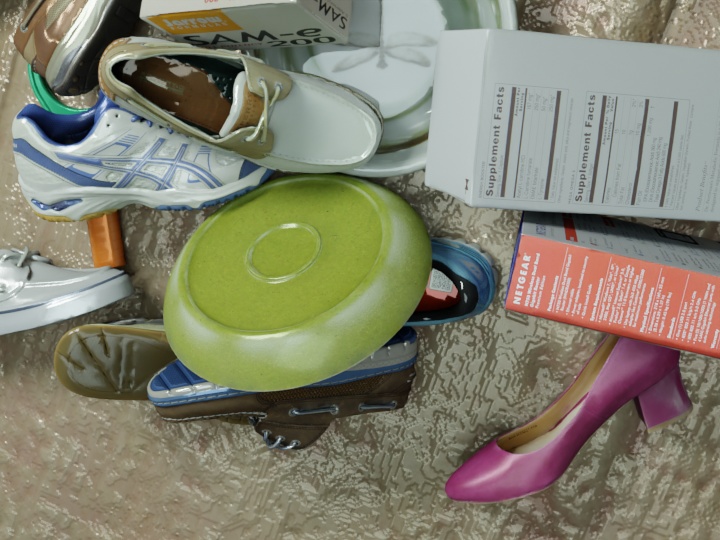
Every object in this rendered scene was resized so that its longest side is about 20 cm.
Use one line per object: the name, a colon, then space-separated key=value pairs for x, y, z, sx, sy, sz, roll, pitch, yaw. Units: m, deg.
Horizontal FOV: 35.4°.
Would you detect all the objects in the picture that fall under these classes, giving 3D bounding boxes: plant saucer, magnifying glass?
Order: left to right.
magnifying glass: x=-0.210 y=-0.101 z=0.881 sx=0.079 sy=0.022 sz=0.201 roll=-6 pitch=97 yaw=9
plant saucer: x=-0.050 y=-0.005 z=0.792 sx=0.199 sy=0.200 sz=0.031 roll=-11 pitch=135 yaw=10
plant saucer: x=0.014 y=-0.169 z=0.819 sx=0.200 sy=0.050 sz=0.201 roll=1 pitch=100 yaw=8

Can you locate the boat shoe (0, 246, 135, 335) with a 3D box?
boat shoe: x=-0.275 y=0.013 z=0.880 sx=0.199 sy=0.074 sz=0.066 roll=-10 pitch=98 yaw=12

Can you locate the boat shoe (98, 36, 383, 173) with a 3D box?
boat shoe: x=-0.080 y=-0.109 z=0.770 sx=0.199 sy=0.068 sz=0.075 roll=12 pitch=99 yaw=-7

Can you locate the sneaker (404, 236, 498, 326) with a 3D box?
sneaker: x=0.000 y=0.000 z=0.829 sx=0.199 sy=0.090 sz=0.079 roll=4 pitch=100 yaw=8

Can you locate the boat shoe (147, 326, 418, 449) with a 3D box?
boat shoe: x=-0.050 y=0.090 z=0.810 sx=0.199 sy=0.072 sz=0.073 roll=-8 pitch=108 yaw=-16

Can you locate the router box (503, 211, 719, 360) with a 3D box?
router box: x=0.190 y=0.004 z=0.747 sx=0.179 sy=0.200 sz=0.049 roll=13 pitch=101 yaw=7

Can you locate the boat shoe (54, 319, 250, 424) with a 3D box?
boat shoe: x=-0.130 y=0.069 z=0.866 sx=0.200 sy=0.065 sz=0.073 roll=13 pitch=102 yaw=-14

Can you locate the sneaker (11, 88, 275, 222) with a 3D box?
sneaker: x=-0.154 y=-0.093 z=0.821 sx=0.199 sy=0.075 sz=0.088 roll=-11 pitch=125 yaw=-4

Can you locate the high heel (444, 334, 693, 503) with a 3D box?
high heel: x=0.143 y=0.098 z=0.830 sx=0.200 sy=0.067 sz=0.096 roll=-23 pitch=107 yaw=7

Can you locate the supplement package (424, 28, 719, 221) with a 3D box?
supplement package: x=0.155 y=-0.097 z=0.748 sx=0.199 sy=0.114 sz=0.110 roll=3 pitch=100 yaw=-13

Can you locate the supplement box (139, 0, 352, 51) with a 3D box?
supplement box: x=-0.066 y=-0.255 z=0.761 sx=0.126 sy=0.073 sz=0.201 roll=3 pitch=81 yaw=29

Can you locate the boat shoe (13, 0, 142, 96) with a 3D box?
boat shoe: x=-0.183 y=-0.224 z=0.821 sx=0.072 sy=0.076 sz=0.200 roll=36 pitch=88 yaw=9
